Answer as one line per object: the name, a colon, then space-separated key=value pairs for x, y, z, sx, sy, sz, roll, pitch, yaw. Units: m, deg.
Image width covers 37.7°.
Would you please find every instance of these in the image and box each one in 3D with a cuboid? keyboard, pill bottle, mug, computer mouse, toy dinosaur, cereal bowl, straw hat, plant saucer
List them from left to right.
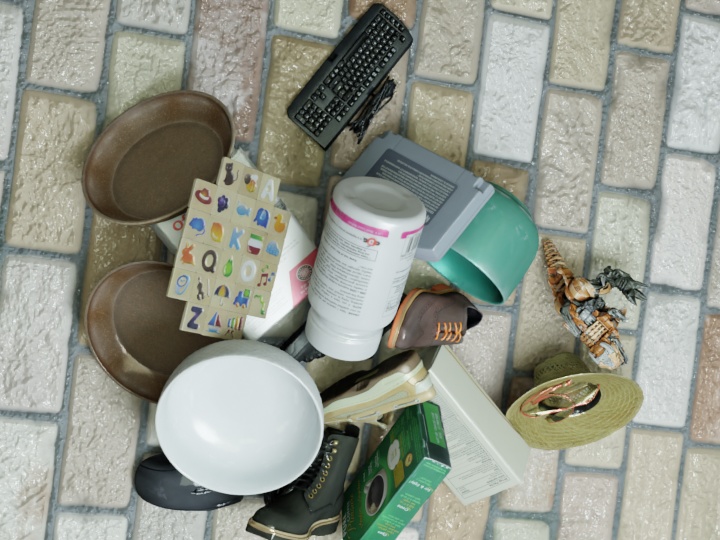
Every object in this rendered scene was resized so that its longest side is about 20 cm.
plant saucer: x=-0.237 y=-0.129 z=1.266 sx=0.200 sy=0.200 sz=0.037 roll=-40 pitch=143 yaw=-10
plant saucer: x=-0.239 y=0.072 z=1.297 sx=0.198 sy=0.037 sz=0.202 roll=4 pitch=117 yaw=8
computer mouse: x=-0.184 y=0.242 z=1.328 sx=0.198 sy=0.046 sz=0.142 roll=4 pitch=105 yaw=-8
cereal bowl: x=-0.141 y=0.164 z=1.260 sx=0.198 sy=0.084 sz=0.202 roll=0 pitch=118 yaw=0
pill bottle: x=0.000 y=0.000 z=1.264 sx=0.112 sy=0.114 sz=0.202 roll=8 pitch=119 yaw=-16
keyboard: x=0.001 y=-0.250 z=1.386 sx=0.104 sy=0.040 sz=0.201 roll=39 pitch=83 yaw=-13
mug: x=0.145 y=-0.056 z=1.376 sx=0.185 sy=0.152 sz=0.115 roll=41 pitch=78 yaw=-15
straw hat: x=0.283 y=0.161 z=1.455 sx=0.199 sy=0.202 sz=0.086 roll=1 pitch=49 yaw=-16
toy dinosaur: x=0.311 y=0.040 z=1.430 sx=0.135 sy=0.102 sz=0.202 roll=-3 pitch=74 yaw=-41

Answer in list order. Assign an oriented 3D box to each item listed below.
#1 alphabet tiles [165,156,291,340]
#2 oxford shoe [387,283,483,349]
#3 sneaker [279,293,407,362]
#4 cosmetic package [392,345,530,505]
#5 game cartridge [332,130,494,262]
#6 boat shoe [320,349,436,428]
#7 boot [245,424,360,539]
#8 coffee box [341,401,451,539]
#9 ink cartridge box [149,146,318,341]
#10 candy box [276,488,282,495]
alphabet tiles: x=-0.150 y=-0.022 z=1.225 sx=0.166 sy=0.006 sz=0.202 roll=17 pitch=86 yaw=-52
oxford shoe: x=0.098 y=0.064 z=1.348 sx=0.072 sy=0.200 sz=0.072 roll=24 pitch=113 yaw=22
sneaker: x=-0.022 y=0.087 z=1.383 sx=0.104 sy=0.060 sz=0.200 roll=43 pitch=78 yaw=-9
cosmetic package: x=0.124 y=0.204 z=1.399 sx=0.103 sy=0.073 sz=0.200 roll=-30 pitch=106 yaw=34
game cartridge: x=0.059 y=-0.093 z=1.342 sx=0.134 sy=0.199 sz=0.042 roll=-52 pitch=140 yaw=-4
boat shoe: x=0.012 y=0.170 z=1.337 sx=0.076 sy=0.199 sz=0.072 roll=55 pitch=43 yaw=-9
boot: x=-0.069 y=0.261 z=1.319 sx=0.077 sy=0.200 sz=0.140 roll=19 pitch=92 yaw=19
coffee box: x=0.041 y=0.270 z=1.336 sx=0.044 sy=0.123 sz=0.201 roll=25 pitch=116 yaw=-17
ink cartridge box: x=-0.153 y=-0.033 z=1.329 sx=0.145 sy=0.085 sz=0.201 roll=-40 pitch=104 yaw=-11
candy box: x=-0.150 y=0.205 z=1.370 sx=0.199 sy=0.026 sz=0.103 roll=37 pitch=87 yaw=-14
